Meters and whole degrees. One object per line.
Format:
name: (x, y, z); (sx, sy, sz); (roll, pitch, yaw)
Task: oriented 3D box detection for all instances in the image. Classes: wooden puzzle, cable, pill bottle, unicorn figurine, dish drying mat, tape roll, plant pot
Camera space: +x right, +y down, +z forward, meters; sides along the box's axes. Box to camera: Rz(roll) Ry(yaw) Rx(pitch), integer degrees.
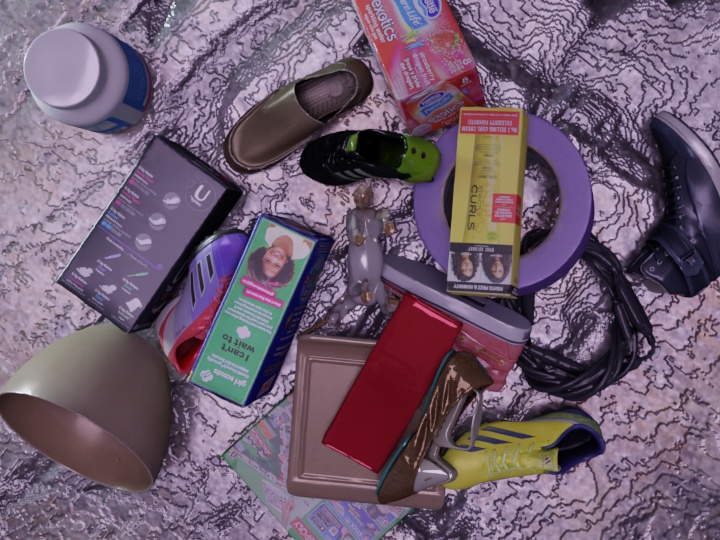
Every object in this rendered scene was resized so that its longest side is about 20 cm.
wooden puzzle: (0.013, 0.173, 1.462); (0.183, 0.037, 0.202); (5, 104, 2)
cable: (0.238, 0.047, 1.480); (0.162, 0.051, 0.201); (-30, 82, 12)
pill bottle: (-0.303, -0.214, 1.415); (0.111, 0.200, 0.113); (0, 92, 2)
unicorn figurine: (0.000, 0.000, 1.439); (0.073, 0.137, 0.202); (13, 95, -15)
dish drying mat: (0.035, 0.126, 1.422); (0.076, 0.018, 0.201); (28, 104, -3)
tape roll: (0.163, -0.074, 1.437); (0.198, 0.085, 0.202); (-1, 84, 12)
plant pot: (-0.292, 0.142, 1.448); (0.199, 0.201, 0.135); (27, 61, 1)

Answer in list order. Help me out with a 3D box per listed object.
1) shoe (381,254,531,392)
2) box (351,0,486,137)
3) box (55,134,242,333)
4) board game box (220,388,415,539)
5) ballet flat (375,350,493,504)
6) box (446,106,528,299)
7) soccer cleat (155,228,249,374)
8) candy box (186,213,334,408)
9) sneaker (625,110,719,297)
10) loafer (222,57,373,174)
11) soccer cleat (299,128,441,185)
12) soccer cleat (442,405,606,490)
shoe: (0.093, 0.061, 1.471); (0.199, 0.071, 0.092); (27, 111, 14)
box: (0.058, -0.263, 1.415); (0.095, 0.100, 0.201); (-23, 66, 4)
box: (-0.237, -0.040, 1.457); (0.106, 0.122, 0.201); (35, 93, 1)
board game box: (-0.049, 0.247, 1.505); (0.134, 0.029, 0.200); (-41, 90, 4)
ballet flat: (0.088, 0.187, 1.404); (0.072, 0.068, 0.201); (31, 99, 23)
box: (0.138, -0.072, 1.374); (0.075, 0.050, 0.202); (4, 85, 15)
soccer cleat: (-0.171, 0.034, 1.438); (0.200, 0.068, 0.074); (-53, 48, 37)
candy box: (-0.107, 0.042, 1.431); (0.076, 0.169, 0.202); (23, 92, 5)
sneaker: (0.350, -0.066, 1.453); (0.145, 0.077, 0.203); (-31, 91, 0)
loafer: (-0.076, -0.184, 1.472); (0.199, 0.067, 0.076); (-36, 90, 3)
soccer cleat: (-0.001, -0.133, 1.428); (0.199, 0.081, 0.068); (5, 78, 40)
soccer cleat: (0.184, 0.207, 1.442); (0.198, 0.084, 0.065); (-15, 116, -14)
